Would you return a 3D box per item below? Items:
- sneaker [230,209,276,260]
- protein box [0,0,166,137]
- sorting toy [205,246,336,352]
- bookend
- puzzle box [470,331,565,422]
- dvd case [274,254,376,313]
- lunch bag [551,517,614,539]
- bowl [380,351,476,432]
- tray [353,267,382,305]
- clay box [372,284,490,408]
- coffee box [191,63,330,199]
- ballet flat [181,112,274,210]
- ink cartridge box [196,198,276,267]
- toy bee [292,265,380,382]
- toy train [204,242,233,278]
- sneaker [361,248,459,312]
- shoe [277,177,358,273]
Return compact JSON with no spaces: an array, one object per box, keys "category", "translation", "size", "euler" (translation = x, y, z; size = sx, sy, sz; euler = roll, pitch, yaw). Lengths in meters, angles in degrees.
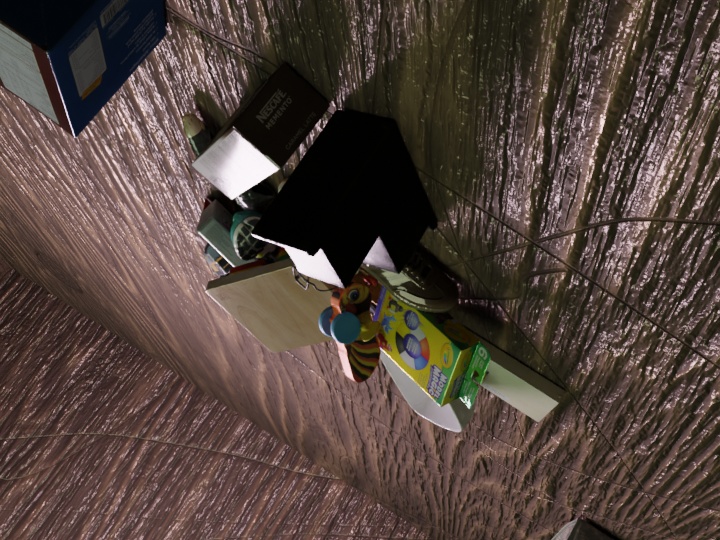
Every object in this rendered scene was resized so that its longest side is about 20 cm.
[{"category":"sneaker","translation":[-0.186,-0.066,1.467],"size":[0.080,0.078,0.200],"euler":[44,-179,6]},{"category":"protein box","translation":[-0.350,-0.312,1.061],"size":[0.134,0.200,0.200],"euler":[34,160,2]},{"category":"sorting toy","translation":[-0.115,0.040,1.444],"size":[0.196,0.070,0.200],"euler":[-14,138,27]},{"category":"bookend","translation":[-0.010,-0.054,1.092],"size":[0.091,0.200,0.201],"euler":[17,154,33]},{"category":"puzzle box","translation":[0.231,0.172,1.450],"size":[0.198,0.026,0.133],"euler":[33,160,9]},{"category":"dvd case","translation":[-0.062,0.023,1.597],"size":[0.149,0.016,0.199],"euler":[46,157,-26]},{"category":"lunch bag","translation":[0.498,0.642,1.921],"size":[0.163,0.118,0.201],"euler":[31,154,9]},{"category":"bowl","translation":[0.112,0.164,1.485],"size":[0.201,0.074,0.199],"euler":[58,163,-15]},{"category":"tray","translation":[0.000,0.000,1.425],"size":[0.198,0.037,0.099],"euler":[33,159,6]},{"category":"clay box","translation":[0.100,0.111,1.309],"size":[0.200,0.047,0.116],"euler":[42,133,34]},{"category":"coffee box","translation":[-0.135,-0.176,1.145],"size":[0.080,0.115,0.199],"euler":[41,158,-15]},{"category":"ballet flat","translation":[-0.209,-0.174,1.371],"size":[0.056,0.067,0.200],"euler":[-24,130,20]},{"category":"ink cartridge box","translation":[-0.205,-0.046,1.582],"size":[0.200,0.043,0.174],"euler":[46,-166,-21]},{"category":"toy bee","translation":[-0.008,0.063,1.323],"size":[0.131,0.108,0.202],"euler":[41,156,47]},{"category":"toy train","translation":[-0.254,-0.016,1.708],"size":[0.115,0.085,0.200],"euler":[52,169,-8]},{"category":"sneaker","translation":[0.056,-0.010,1.267],"size":[0.198,0.071,0.076],"euler":[31,154,10]},{"category":"shoe","translation":[-0.074,-0.063,1.297],"size":[0.201,0.053,0.070],"euler":[50,153,30]}]
